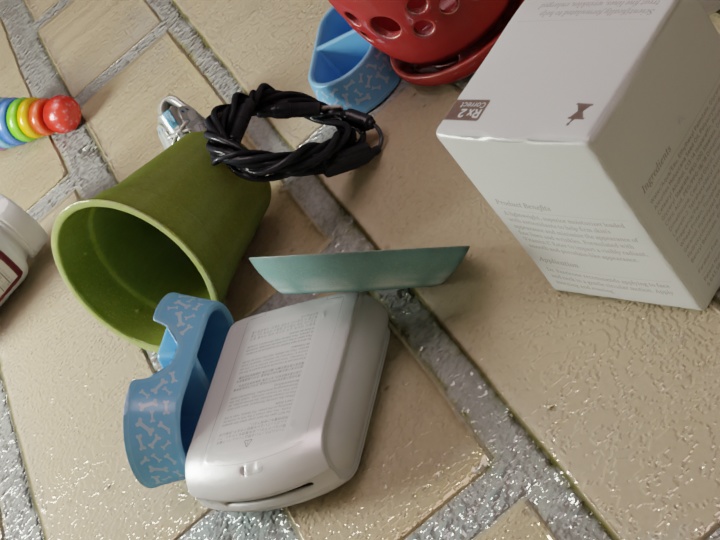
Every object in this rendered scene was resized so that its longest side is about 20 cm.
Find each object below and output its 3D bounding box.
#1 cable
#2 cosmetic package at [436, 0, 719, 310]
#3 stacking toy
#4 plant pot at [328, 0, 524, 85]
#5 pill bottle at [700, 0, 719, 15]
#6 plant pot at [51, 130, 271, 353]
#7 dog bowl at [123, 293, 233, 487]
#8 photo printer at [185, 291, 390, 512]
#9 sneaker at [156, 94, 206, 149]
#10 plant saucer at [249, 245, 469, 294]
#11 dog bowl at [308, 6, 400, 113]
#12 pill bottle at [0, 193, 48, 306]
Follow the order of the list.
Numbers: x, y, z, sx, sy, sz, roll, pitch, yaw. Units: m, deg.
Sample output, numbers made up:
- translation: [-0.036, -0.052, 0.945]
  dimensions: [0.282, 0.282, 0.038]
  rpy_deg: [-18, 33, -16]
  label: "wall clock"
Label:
- translation: [-0.083, -0.149, 1.536]
  dimensions: [0.200, 0.051, 0.163]
  rpy_deg: [-22, 48, -41]
  label: "cable"
- translation: [0.203, -0.099, 1.160]
  dimensions: [0.164, 0.200, 0.165]
  rpy_deg: [9, 58, 49]
  label: "cosmetic package"
- translation: [-0.483, -0.218, 2.110]
  dimensions: [0.199, 0.085, 0.086]
  rpy_deg: [-2, 50, 38]
  label: "stacking toy"
- translation: [0.073, -0.309, 1.548]
  dimensions: [0.200, 0.183, 0.201]
  rpy_deg: [-27, 35, 21]
  label: "plant pot"
- translation: [0.284, -0.326, 1.419]
  dimensions: [0.112, 0.113, 0.200]
  rpy_deg: [-38, 33, 4]
  label: "pill bottle"
- translation: [-0.188, -0.048, 1.536]
  dimensions: [0.199, 0.201, 0.190]
  rpy_deg: [-9, 33, 39]
  label: "plant pot"
- translation: [-0.163, 0.109, 1.367]
  dimensions: [0.049, 0.112, 0.201]
  rpy_deg: [-3, 45, 17]
  label: "dog bowl"
- translation: [-0.065, 0.122, 1.296]
  dimensions: [0.166, 0.070, 0.201]
  rpy_deg: [-16, 41, 30]
  label: "photo printer"
- translation: [-0.207, -0.149, 1.739]
  dimensions: [0.075, 0.087, 0.200]
  rpy_deg: [-38, 34, 2]
  label: "sneaker"
- translation: [0.000, 0.000, 1.311]
  dimensions: [0.199, 0.199, 0.036]
  rpy_deg: [-2, 91, 44]
  label: "plant saucer"
- translation: [-0.005, -0.257, 1.690]
  dimensions: [0.111, 0.050, 0.201]
  rpy_deg: [-22, 37, 27]
  label: "dog bowl"
- translation: [-0.490, 0.005, 1.822]
  dimensions: [0.114, 0.114, 0.200]
  rpy_deg: [15, 62, 52]
  label: "pill bottle"
